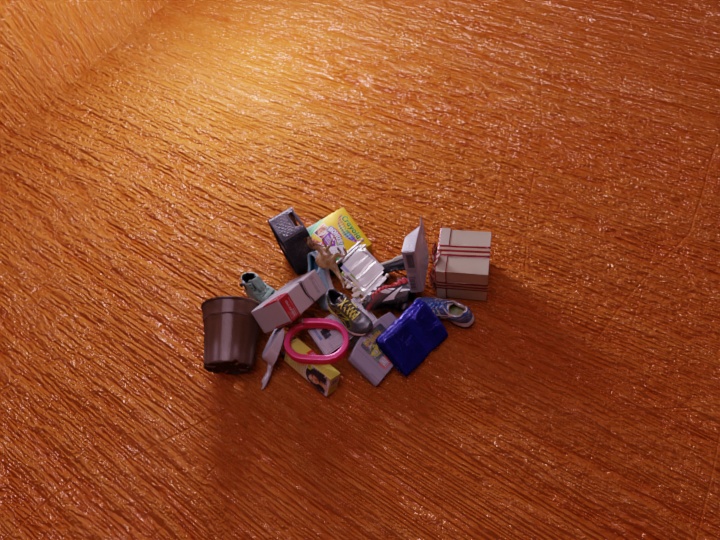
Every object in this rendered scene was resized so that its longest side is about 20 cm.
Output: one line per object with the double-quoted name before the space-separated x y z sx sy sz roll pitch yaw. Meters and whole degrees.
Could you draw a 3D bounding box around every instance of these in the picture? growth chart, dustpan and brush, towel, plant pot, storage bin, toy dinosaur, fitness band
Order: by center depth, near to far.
"towel" 0.158 0.199 1.597 0.200 0.050 0.148 -40 87 -20
"fitness band" -0.131 0.211 1.602 0.197 0.038 0.145 1 51 6
"dustpan and brush" -0.274 0.267 1.653 0.057 0.139 0.202 31 81 -13
"plant pot" -0.405 0.208 1.663 0.197 0.201 0.201 -5 64 8
"growth chart" 0.000 0.000 1.730 0.144 0.018 0.201 -37 56 0
"toy dinosaur" -0.095 -0.039 1.741 0.101 0.058 0.201 -39 90 -21
"storage bin" -0.224 -0.096 1.804 0.093 0.201 0.136 -31 58 -10

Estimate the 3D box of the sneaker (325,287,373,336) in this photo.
"sneaker" -0.043 0.125 1.619 0.074 0.085 0.199 -44 51 -17

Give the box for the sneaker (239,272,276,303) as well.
"sneaker" -0.315 0.075 1.763 0.199 0.119 0.074 23 63 22

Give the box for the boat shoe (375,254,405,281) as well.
"boat shoe" 0.087 0.002 1.763 0.197 0.074 0.067 -21 92 10

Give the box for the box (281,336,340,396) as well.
"box" -0.152 0.287 1.619 0.199 0.076 0.050 33 37 28

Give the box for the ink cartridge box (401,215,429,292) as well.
"ink cartridge box" 0.178 -0.056 1.699 0.047 0.161 0.201 -5 37 17

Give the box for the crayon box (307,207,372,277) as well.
"crayon box" -0.080 -0.102 1.865 0.171 0.059 0.201 -31 59 -9

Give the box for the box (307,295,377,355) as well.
"box" -0.053 0.183 1.680 0.199 0.060 0.117 -33 58 -11

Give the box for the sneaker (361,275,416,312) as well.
"sneaker" 0.098 0.090 1.678 0.199 0.071 0.098 -22 63 -33

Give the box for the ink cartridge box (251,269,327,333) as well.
"ink cartridge box" -0.219 0.094 1.664 0.143 0.084 0.200 -24 13 41

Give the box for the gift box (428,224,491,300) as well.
"gift box" 0.311 -0.032 1.669 0.184 0.201 0.186 3 54 14

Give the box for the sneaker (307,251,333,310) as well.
"sneaker" -0.142 0.033 1.751 0.073 0.081 0.203 -23 71 35

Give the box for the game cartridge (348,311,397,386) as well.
"game cartridge" 0.061 0.229 1.612 0.133 0.041 0.200 41 71 4

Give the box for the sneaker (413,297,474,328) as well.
"sneaker" 0.256 0.114 1.653 0.198 0.077 0.076 11 62 24
